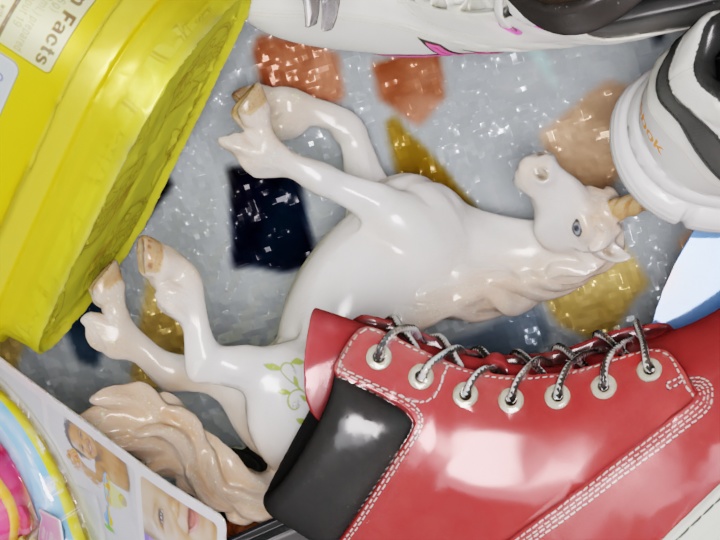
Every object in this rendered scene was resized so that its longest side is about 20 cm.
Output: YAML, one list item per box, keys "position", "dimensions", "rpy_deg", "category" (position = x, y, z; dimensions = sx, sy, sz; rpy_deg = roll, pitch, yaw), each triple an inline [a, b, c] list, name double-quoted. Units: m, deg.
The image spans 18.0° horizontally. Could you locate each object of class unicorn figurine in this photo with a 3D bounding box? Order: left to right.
- position: [0.000, 0.000, 0.766]
  dimensions: [0.137, 0.074, 0.200]
  rpy_deg: [38, 96, -10]
  category: "unicorn figurine"

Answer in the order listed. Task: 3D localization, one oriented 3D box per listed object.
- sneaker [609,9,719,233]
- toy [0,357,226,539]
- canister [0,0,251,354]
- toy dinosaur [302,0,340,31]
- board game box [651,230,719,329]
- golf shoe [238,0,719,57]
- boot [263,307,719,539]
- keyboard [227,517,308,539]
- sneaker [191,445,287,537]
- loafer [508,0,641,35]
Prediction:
- position: [0.181, -0.053, 0.701]
  dimensions: [0.199, 0.080, 0.074]
  rpy_deg: [-8, 72, -7]
  category: "sneaker"
- position: [-0.121, 0.088, 0.753]
  dimensions: [0.199, 0.047, 0.116]
  rpy_deg: [28, 130, 36]
  category: "toy"
- position: [-0.153, -0.085, 0.753]
  dimensions: [0.199, 0.087, 0.149]
  rpy_deg: [33, 129, 2]
  category: "canister"
- position: [-0.059, -0.170, 0.668]
  dimensions: [0.181, 0.105, 0.202]
  rpy_deg: [4, 99, 51]
  category: "toy dinosaur"
- position: [0.194, 0.040, 0.759]
  dimensions: [0.199, 0.039, 0.159]
  rpy_deg: [20, 91, 3]
  category: "board game box"
- position: [0.049, -0.106, 0.726]
  dimensions: [0.199, 0.092, 0.073]
  rpy_deg: [-6, 104, 12]
  category: "golf shoe"
- position: [0.066, 0.030, 0.702]
  dimensions: [0.144, 0.072, 0.200]
  rpy_deg: [41, 102, -5]
  category: "boot"
- position: [0.041, 0.105, 0.786]
  dimensions: [0.199, 0.040, 0.105]
  rpy_deg: [-20, 103, -9]
  category: "keyboard"
- position: [-0.051, 0.145, 0.820]
  dimensions: [0.092, 0.076, 0.200]
  rpy_deg: [37, 98, -29]
  category: "sneaker"
- position: [0.023, -0.155, 0.686]
  dimensions: [0.073, 0.071, 0.200]
  rpy_deg: [-43, 53, 2]
  category: "loafer"
